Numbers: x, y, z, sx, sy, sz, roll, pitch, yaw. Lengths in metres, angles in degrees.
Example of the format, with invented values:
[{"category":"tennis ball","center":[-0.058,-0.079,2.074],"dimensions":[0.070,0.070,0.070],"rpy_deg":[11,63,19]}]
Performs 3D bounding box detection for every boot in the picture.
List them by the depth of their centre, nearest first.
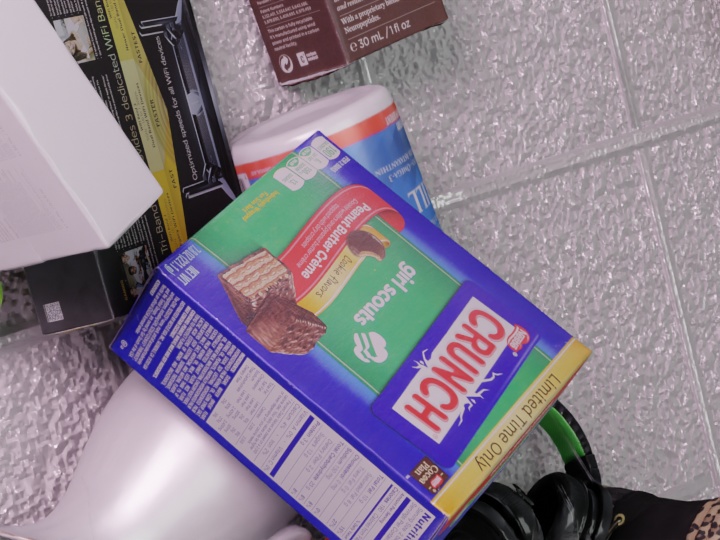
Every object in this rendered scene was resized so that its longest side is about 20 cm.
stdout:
[{"category":"boot","center":[0.187,0.233,1.458],"dimensions":[0.073,0.150,0.201],"rpy_deg":[29,65,-36]}]

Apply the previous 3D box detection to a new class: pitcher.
[{"category":"pitcher","center":[-0.086,0.136,1.232],"dimensions":[0.171,0.121,0.200],"rpy_deg":[43,58,3]}]

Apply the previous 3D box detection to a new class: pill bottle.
[{"category":"pill bottle","center":[0.000,0.000,1.350],"dimensions":[0.112,0.112,0.201],"rpy_deg":[-31,105,-40]}]

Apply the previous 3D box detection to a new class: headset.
[{"category":"headset","center":[0.115,0.164,1.436],"dimensions":[0.123,0.094,0.201],"rpy_deg":[-3,72,-34]}]

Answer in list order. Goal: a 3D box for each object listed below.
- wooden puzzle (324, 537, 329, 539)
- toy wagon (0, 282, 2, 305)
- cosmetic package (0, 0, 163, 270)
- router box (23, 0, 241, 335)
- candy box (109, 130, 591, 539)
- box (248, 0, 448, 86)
[{"category":"wooden puzzle","center":[-0.003,0.172,1.305],"dimensions":[0.046,0.186,0.200],"rpy_deg":[29,59,9]},{"category":"toy wagon","center":[-0.248,-0.059,1.181],"dimensions":[0.155,0.039,0.201],"rpy_deg":[24,67,-38]},{"category":"cosmetic package","center":[-0.206,-0.093,1.097],"dimensions":[0.052,0.150,0.201],"rpy_deg":[-49,116,-37]},{"category":"router box","center":[-0.139,-0.080,1.245],"dimensions":[0.157,0.052,0.201],"rpy_deg":[-22,99,-60]},{"category":"candy box","center":[-0.002,0.044,1.201],"dimensions":[0.200,0.077,0.169],"rpy_deg":[40,43,6]},{"category":"box","center":[-0.029,-0.227,1.384],"dimensions":[0.100,0.075,0.201],"rpy_deg":[-29,101,-41]}]
